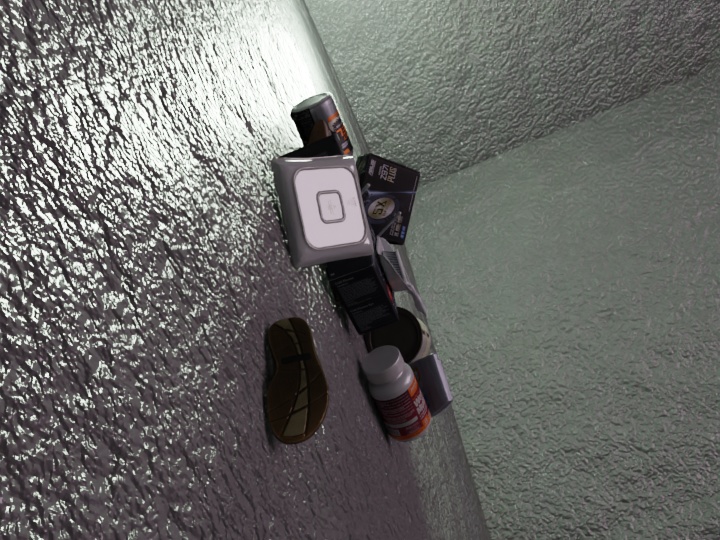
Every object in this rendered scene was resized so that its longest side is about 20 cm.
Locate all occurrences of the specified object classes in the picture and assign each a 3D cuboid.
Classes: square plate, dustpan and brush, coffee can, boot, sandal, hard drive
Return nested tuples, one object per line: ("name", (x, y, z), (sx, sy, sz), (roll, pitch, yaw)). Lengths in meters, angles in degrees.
("square plate", (-0.062, -0.119, 1.208), (0.195, 0.028, 0.205), (-11, 87, -39))
("dustpan and brush", (0.095, 0.021, 1.447), (0.140, 0.056, 0.204), (-82, 152, -72))
("coffee can", (0.102, 0.179, 1.662), (0.200, 0.143, 0.150), (39, 32, -74))
("boot", (-0.061, -0.260, 1.609), (0.144, 0.069, 0.206), (9, 85, -43))
("sandal", (-0.085, 0.145, 0.843), (0.202, 0.078, 0.055), (-106, -168, -50))
("hard drive", (-0.075, -0.153, 1.292), (0.033, 0.137, 0.204), (-68, 137, -83))

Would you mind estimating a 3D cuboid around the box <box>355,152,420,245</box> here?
("box", (0.053, -0.186, 1.701), (0.086, 0.161, 0.205), (8, -97, 65))

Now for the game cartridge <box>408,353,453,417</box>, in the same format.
("game cartridge", (0.134, 0.293, 1.544), (0.041, 0.199, 0.136), (0, 66, -40))

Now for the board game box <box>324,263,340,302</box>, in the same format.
("board game box", (-0.046, 0.017, 1.504), (0.200, 0.019, 0.105), (2, 71, -81))

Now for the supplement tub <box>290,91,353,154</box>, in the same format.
("supplement tub", (-0.093, -0.347, 1.672), (0.123, 0.120, 0.203), (-94, 162, -62))

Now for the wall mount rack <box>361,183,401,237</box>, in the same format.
("wall mount rack", (0.010, -0.104, 1.602), (0.199, 0.074, 0.176), (38, 64, -26))

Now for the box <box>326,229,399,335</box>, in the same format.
("box", (0.000, 0.000, 1.432), (0.202, 0.102, 0.184), (-100, 166, -47))

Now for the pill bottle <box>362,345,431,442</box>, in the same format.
("pill bottle", (0.080, 0.275, 1.436), (0.110, 0.107, 0.203), (-94, 162, -62))
